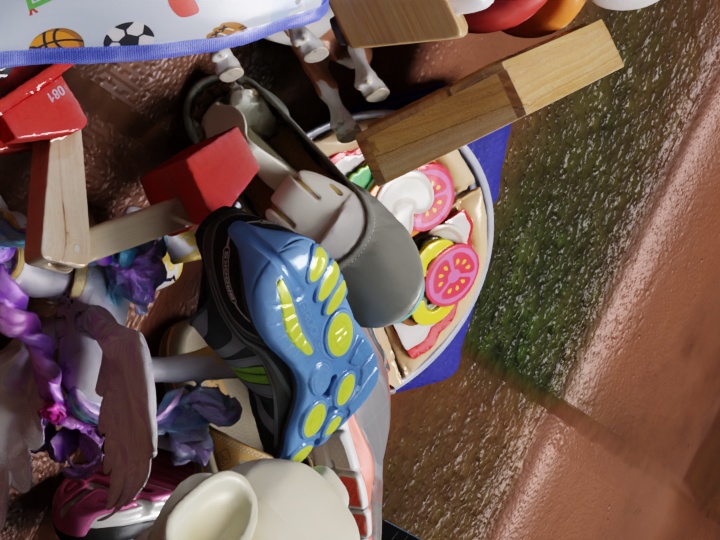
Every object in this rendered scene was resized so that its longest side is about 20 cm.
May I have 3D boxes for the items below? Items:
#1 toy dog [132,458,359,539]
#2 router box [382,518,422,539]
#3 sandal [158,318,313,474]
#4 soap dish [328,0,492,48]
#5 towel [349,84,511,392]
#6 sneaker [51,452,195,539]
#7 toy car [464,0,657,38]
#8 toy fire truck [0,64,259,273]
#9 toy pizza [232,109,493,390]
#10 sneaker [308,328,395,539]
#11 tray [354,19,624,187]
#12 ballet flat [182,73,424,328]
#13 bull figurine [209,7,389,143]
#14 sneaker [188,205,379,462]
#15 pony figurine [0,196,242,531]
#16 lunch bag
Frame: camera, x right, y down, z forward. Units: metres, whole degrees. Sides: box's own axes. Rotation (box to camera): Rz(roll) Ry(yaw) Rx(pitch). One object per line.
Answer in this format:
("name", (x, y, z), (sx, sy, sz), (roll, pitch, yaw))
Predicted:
("toy dog", (-0.106, 0.179, 1.435), (0.140, 0.199, 0.194), (45, 35, -20))
("router box", (0.051, 0.252, 1.839), (0.051, 0.149, 0.201), (-49, 145, -23))
("sandal", (-0.057, 0.112, 1.567), (0.054, 0.201, 0.080), (-29, 161, 24))
("soap dish", (-0.004, -0.206, 1.406), (0.081, 0.201, 0.157), (-25, -175, 6))
("towel", (0.022, -0.018, 1.723), (0.147, 0.049, 0.201), (-12, 121, -44))
("sneaker", (-0.112, 0.156, 1.609), (0.200, 0.073, 0.088), (-6, 109, -59))
("toy car", (0.084, -0.215, 1.559), (0.150, 0.174, 0.200), (-48, 144, -20))
("toy fire truck", (-0.157, -0.052, 1.363), (0.200, 0.049, 0.142), (-39, 103, -36))
("toy pizza", (0.000, 0.000, 1.646), (0.199, 0.032, 0.201), (-15, 121, -25))
("sneaker", (-0.004, 0.090, 1.620), (0.082, 0.077, 0.201), (-31, 125, -42))
("tray", (0.077, -0.100, 1.579), (0.037, 0.098, 0.200), (64, 24, -1))
("ballet flat", (-0.039, -0.040, 1.483), (0.067, 0.200, 0.064), (-46, 139, 5))
("bull figurine", (-0.031, -0.146, 1.513), (0.065, 0.122, 0.199), (-33, 150, 27))
("sneaker", (-0.043, 0.032, 1.436), (0.071, 0.083, 0.200), (-42, 149, -19))
("pony figurine", (-0.145, 0.048, 1.448), (0.199, 0.166, 0.195), (13, 68, -54))
("lunch bag", (-0.106, -0.194, 1.286), (0.198, 0.124, 0.171), (-4, 121, -11))
